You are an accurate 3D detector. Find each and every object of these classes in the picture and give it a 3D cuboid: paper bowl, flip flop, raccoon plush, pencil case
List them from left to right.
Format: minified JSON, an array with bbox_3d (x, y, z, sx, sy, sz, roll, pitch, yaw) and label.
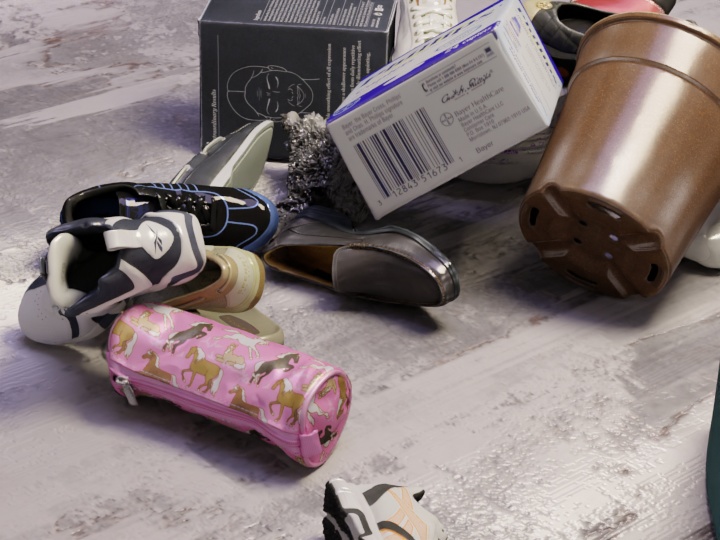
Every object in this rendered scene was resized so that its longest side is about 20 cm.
[{"bbox_3d":[-0.143,0.018,1.619,0.081,0.058,0.199,-21,36,-39],"label":"flip flop"},{"bbox_3d":[-0.103,0.088,1.465,0.199,0.087,0.083,17,-14,23],"label":"pencil case"},{"bbox_3d":[-0.068,-0.098,1.826,0.199,0.098,0.133,-22,29,-40],"label":"raccoon plush"},{"bbox_3d":[0.136,-0.162,1.951,0.199,0.105,0.201,2,27,-1],"label":"paper bowl"}]

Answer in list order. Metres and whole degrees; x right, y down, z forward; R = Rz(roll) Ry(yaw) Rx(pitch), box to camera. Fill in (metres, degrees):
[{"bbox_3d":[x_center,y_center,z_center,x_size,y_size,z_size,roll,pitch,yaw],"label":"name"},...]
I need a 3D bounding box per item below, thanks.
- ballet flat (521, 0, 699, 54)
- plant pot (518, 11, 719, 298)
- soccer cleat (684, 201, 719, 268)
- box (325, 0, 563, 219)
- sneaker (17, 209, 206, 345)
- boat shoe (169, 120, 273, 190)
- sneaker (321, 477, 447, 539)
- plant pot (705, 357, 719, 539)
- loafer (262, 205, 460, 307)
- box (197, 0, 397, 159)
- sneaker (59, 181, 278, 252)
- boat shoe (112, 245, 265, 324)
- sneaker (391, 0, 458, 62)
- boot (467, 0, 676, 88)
[{"bbox_3d":[0.240,-0.235,1.780,0.199,0.057,0.067,17,46,28],"label":"ballet flat"},{"bbox_3d":[0.252,-0.095,1.706,0.199,0.201,0.199,17,60,24],"label":"plant pot"},{"bbox_3d":[0.337,-0.070,1.833,0.077,0.070,0.200,17,31,-1],"label":"soccer cleat"},{"bbox_3d":[0.082,-0.156,1.726,0.183,0.105,0.200,-28,10,17],"label":"box"},{"bbox_3d":[-0.234,0.006,1.499,0.198,0.080,0.129,-18,-11,33],"label":"sneaker"},{"bbox_3d":[-0.140,-0.100,1.829,0.060,0.076,0.200,16,28,11],"label":"boat shoe"},{"bbox_3d":[0.032,0.201,1.270,0.079,0.074,0.200,-2,28,-15],"label":"sneaker"},{"bbox_3d":[0.333,0.116,1.411,0.140,0.143,0.200,3,20,-1],"label":"plant pot"},{"bbox_3d":[0.000,0.000,1.669,0.199,0.073,0.072,15,36,40],"label":"loafer"},{"bbox_3d":[-0.065,-0.203,1.953,0.198,0.150,0.107,4,26,4],"label":"box"},{"bbox_3d":[-0.176,-0.046,1.699,0.198,0.071,0.078,-3,-8,2],"label":"sneaker"},{"bbox_3d":[-0.178,0.008,1.568,0.199,0.074,0.063,1,-8,29],"label":"boat shoe"},{"bbox_3d":[0.066,-0.249,1.903,0.072,0.085,0.200,-2,29,-5],"label":"sneaker"},{"bbox_3d":[0.213,-0.258,1.887,0.199,0.073,0.145,13,59,23],"label":"boot"}]
